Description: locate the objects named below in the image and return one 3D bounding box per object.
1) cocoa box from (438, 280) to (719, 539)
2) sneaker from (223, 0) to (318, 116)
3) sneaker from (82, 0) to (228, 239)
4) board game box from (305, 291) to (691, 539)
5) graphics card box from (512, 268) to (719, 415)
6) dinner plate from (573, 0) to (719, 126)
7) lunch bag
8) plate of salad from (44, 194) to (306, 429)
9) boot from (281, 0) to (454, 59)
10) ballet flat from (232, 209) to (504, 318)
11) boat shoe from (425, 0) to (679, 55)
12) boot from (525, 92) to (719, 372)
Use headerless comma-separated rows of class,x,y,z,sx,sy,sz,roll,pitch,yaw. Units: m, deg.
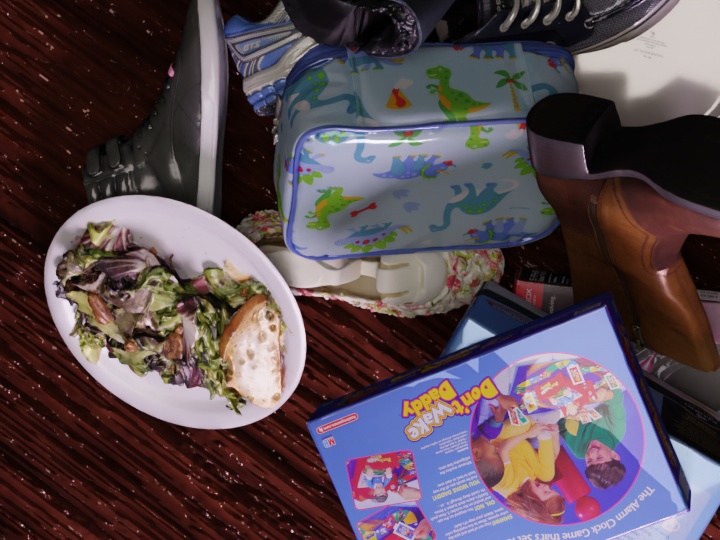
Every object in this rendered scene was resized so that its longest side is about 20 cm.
cocoa box,0.130,0.119,1.282,0.199,0.131,0.134,30,104,4
sneaker,-0.011,-0.193,1.337,0.199,0.077,0.086,-34,85,10
sneaker,-0.144,-0.099,1.371,0.098,0.071,0.202,6,104,3
board game box,0.084,0.114,1.198,0.198,0.045,0.136,-22,95,14
graphics card box,0.198,0.073,1.356,0.198,0.051,0.127,7,100,7
dinner plate,0.198,-0.150,1.336,0.198,0.024,0.202,1,98,8
lunch bag,0.042,-0.076,1.289,0.198,0.161,0.083,-4,56,-8
plate of salad,-0.134,0.037,1.369,0.198,0.048,0.202,12,129,15
boot,-0.002,-0.223,1.254,0.199,0.168,0.077,28,143,27
ballet flat,0.000,0.000,1.368,0.198,0.064,0.076,3,105,8
boat shoe,0.118,-0.174,1.288,0.199,0.093,0.075,-24,79,22
boot,0.193,-0.002,1.208,0.187,0.069,0.201,14,141,33
